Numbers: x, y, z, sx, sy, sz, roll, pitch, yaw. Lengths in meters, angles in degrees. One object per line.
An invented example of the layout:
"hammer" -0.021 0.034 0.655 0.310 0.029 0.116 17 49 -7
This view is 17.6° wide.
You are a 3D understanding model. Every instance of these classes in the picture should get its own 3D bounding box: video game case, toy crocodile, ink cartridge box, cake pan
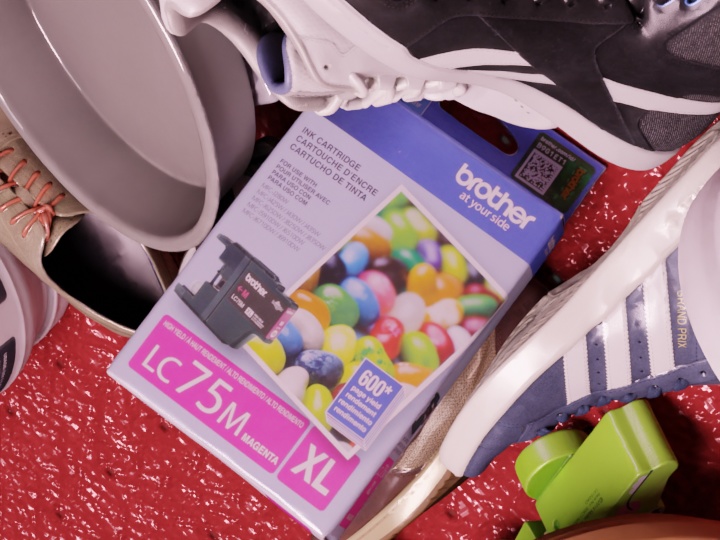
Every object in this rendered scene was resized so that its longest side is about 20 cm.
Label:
"video game case" -0.121 -0.148 1.033 0.200 0.023 0.182 -4 119 59
"toy crocodile" 0.096 0.135 1.088 0.068 0.062 0.200 63 141 36
"ink cartridge box" 0.000 0.000 0.983 0.119 0.200 0.042 36 173 11
"cake pan" -0.115 -0.102 1.011 0.200 0.037 0.200 39 150 28

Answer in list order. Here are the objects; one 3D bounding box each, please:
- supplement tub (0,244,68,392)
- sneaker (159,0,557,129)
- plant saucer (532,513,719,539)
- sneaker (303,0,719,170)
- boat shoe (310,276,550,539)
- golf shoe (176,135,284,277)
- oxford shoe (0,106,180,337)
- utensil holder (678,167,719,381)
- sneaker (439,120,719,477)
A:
"supplement tub" -0.254 0.031 1.173 0.140 0.200 0.140 19 129 25
"sneaker" 0.000 -0.096 0.941 0.200 0.087 0.075 22 152 -22
"plant saucer" 0.112 0.173 1.049 0.200 0.037 0.200 -7 135 -7
"sneaker" 0.076 -0.116 0.877 0.200 0.073 0.112 21 138 -31
"boat shoe" 0.028 0.066 1.086 0.072 0.072 0.200 49 132 8
"golf shoe" -0.060 0.029 1.098 0.078 0.095 0.200 26 141 18
"oxford shoe" -0.157 -0.042 1.112 0.200 0.070 0.075 40 180 -16
"utensil holder" 0.233 -0.032 0.795 0.170 0.170 0.200 42 133 5
"sneaker" 0.118 0.032 0.957 0.085 0.075 0.200 42 115 -3
